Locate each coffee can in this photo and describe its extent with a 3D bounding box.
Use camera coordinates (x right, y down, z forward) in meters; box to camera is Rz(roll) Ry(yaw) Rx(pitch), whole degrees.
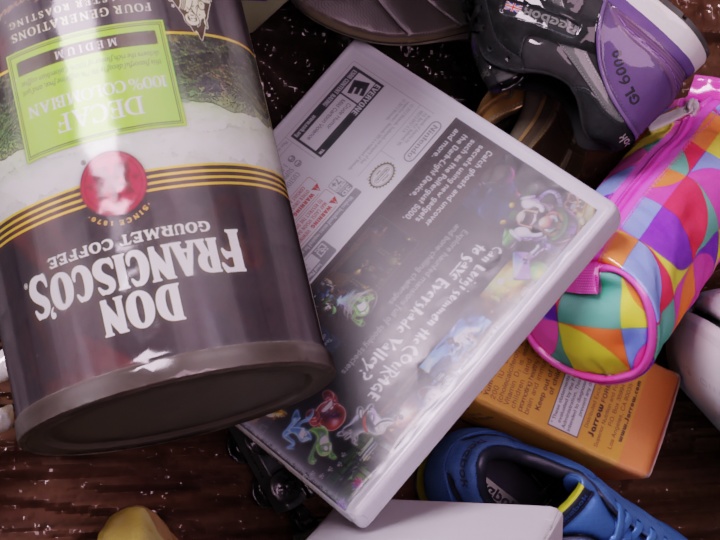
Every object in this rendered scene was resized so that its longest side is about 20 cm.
[{"bbox_3d":[-0.105,-0.030,0.858,0.146,0.146,0.201,-9,76,-21],"label":"coffee can"}]

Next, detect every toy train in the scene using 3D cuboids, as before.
[{"bbox_3d":[-0.006,0.158,0.979,0.046,0.034,0.201,-30,94,-32],"label":"toy train"}]

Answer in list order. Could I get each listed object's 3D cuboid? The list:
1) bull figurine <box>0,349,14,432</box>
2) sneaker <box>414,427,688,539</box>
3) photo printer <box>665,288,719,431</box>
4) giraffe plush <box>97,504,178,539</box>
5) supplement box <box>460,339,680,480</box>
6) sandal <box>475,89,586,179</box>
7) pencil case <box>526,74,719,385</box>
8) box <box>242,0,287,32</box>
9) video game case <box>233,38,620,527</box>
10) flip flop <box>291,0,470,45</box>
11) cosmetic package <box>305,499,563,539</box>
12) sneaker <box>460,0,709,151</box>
[{"bbox_3d":[-0.225,-0.003,0.901,0.121,0.065,0.201,3,82,-22],"label":"bull figurine"},{"bbox_3d":[0.124,0.146,1.004,0.200,0.078,0.066,30,72,-16],"label":"sneaker"},{"bbox_3d":[0.251,0.094,1.012,0.069,0.166,0.200,-43,100,1],"label":"photo printer"},{"bbox_3d":[-0.141,0.230,0.868,0.162,0.200,0.173,-24,104,11],"label":"giraffe plush"},{"bbox_3d":[0.069,0.047,1.002,0.199,0.067,0.069,24,76,-16],"label":"supplement box"},{"bbox_3d":[0.094,-0.085,1.027,0.201,0.054,0.080,-65,150,-7],"label":"sandal"},{"bbox_3d":[0.155,-0.023,0.997,0.088,0.088,0.200,49,43,-8],"label":"pencil case"},{"bbox_3d":[-0.108,-0.189,0.894,0.175,0.200,0.097,0,82,-20],"label":"box"},{"bbox_3d":[0.000,0.000,0.934,0.182,0.023,0.200,36,79,29],"label":"video game case"},{"bbox_3d":[0.040,-0.157,1.026,0.199,0.058,0.081,-10,76,-36],"label":"flip flop"},{"bbox_3d":[0.023,0.229,0.856,0.122,0.200,0.200,1,99,15],"label":"cosmetic package"},{"bbox_3d":[0.077,-0.143,0.960,0.200,0.076,0.088,40,87,9],"label":"sneaker"}]
